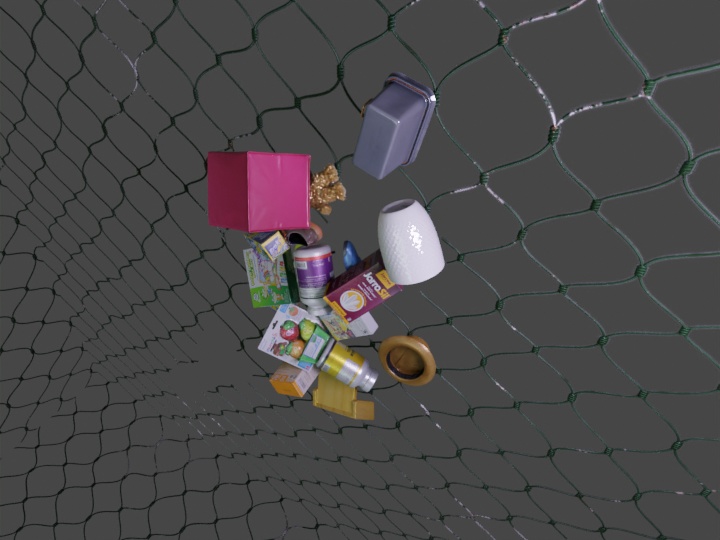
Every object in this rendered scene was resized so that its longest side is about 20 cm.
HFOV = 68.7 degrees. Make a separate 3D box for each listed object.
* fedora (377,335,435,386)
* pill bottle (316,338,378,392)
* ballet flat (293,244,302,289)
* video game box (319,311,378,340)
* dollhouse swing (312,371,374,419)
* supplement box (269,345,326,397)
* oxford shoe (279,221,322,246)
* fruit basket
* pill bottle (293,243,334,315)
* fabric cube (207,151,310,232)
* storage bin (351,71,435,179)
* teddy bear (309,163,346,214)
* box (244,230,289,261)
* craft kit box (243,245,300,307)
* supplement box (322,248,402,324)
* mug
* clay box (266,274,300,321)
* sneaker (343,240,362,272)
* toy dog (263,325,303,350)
[{"bbox_3d":[0.150,0.259,1.605,0.199,0.082,0.202,17,129,23],"label":"fedora"},{"bbox_3d":[-0.042,0.325,1.783,0.199,0.112,0.112,32,140,-3],"label":"pill bottle"},{"bbox_3d":[-0.178,-0.010,1.647,0.066,0.067,0.201,20,135,25],"label":"ballet flat"},{"bbox_3d":[-0.063,0.128,1.690,0.181,0.047,0.201,-18,112,43],"label":"video game box"},{"bbox_3d":[-0.054,0.442,1.963,0.199,0.177,0.181,6,169,35],"label":"dollhouse swing"},{"bbox_3d":[-0.213,0.346,1.878,0.125,0.200,0.074,-3,126,39],"label":"supplement box"},{"bbox_3d":[-0.213,-0.122,1.573,0.199,0.073,0.072,17,134,28],"label":"oxford shoe"},{"bbox_3d":[-0.213,0.223,1.766,0.199,0.186,0.094,29,178,-21],"label":"fruit basket"},{"bbox_3d":[-0.132,0.026,1.567,0.112,0.112,0.202,3,107,37],"label":"pill bottle"},{"bbox_3d":[-0.264,-0.209,1.379,0.198,0.199,0.198,10,102,45],"label":"fabric cube"},{"bbox_3d":[0.053,-0.309,1.153,0.145,0.134,0.201,32,138,11],"label":"storage bin"},{"bbox_3d":[-0.122,-0.215,1.425,0.199,0.067,0.146,6,125,35],"label":"teddy bear"},{"bbox_3d":[-0.287,-0.089,1.599,0.065,0.070,0.200,57,165,-26],"label":"box"},{"bbox_3d":[-0.292,0.015,1.716,0.197,0.048,0.202,-9,93,44],"label":"craft kit box"},{"bbox_3d":[0.009,0.045,1.464,0.199,0.086,0.110,-33,110,22],"label":"supplement box"},{"bbox_3d":[0.105,-0.084,1.316,0.200,0.147,0.176,32,144,62],"label":"mug"},{"bbox_3d":[-0.259,0.078,1.802,0.115,0.048,0.201,34,139,11],"label":"clay box"},{"bbox_3d":[0.000,0.000,1.527,0.078,0.066,0.201,-7,118,14],"label":"sneaker"},{"bbox_3d":[-0.264,0.244,1.884,0.132,0.097,0.199,34,145,-27],"label":"toy dog"}]
